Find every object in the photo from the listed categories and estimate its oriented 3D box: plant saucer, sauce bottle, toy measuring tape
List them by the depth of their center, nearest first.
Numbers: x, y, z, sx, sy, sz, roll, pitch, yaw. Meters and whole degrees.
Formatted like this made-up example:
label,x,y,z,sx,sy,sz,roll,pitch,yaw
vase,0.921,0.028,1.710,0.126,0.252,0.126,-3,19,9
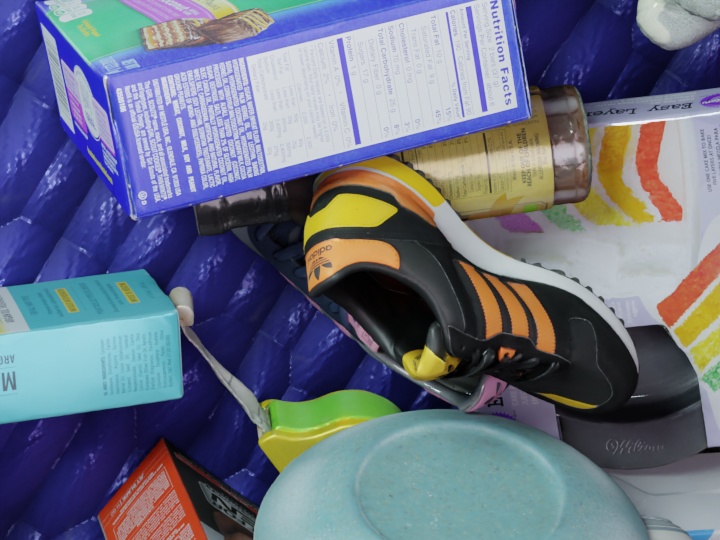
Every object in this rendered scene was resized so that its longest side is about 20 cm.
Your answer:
label,x,y,z,sx,sy,sz,roll,pitch,yaw
plant saucer,0.047,0.123,1.163,0.201,0.201,0.039,-8,129,-15
sauce bottle,0.014,-0.051,1.182,0.200,0.065,0.065,-7,109,-2
toy measuring tape,-0.024,0.073,1.260,0.074,0.074,0.200,-38,118,-4

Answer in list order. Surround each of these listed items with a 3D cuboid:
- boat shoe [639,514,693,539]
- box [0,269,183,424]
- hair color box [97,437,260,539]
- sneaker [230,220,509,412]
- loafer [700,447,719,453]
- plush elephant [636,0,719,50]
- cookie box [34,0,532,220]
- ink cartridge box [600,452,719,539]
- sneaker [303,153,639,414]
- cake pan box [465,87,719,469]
label,x,y,z,sx,sy,sz,roll,pitch,yaw
boat shoe,0.075,0.134,1.227,0.200,0.072,0.070,-1,148,-2
box,-0.196,0.044,1.194,0.200,0.082,0.049,-7,107,-16
hair color box,-0.066,0.172,1.209,0.101,0.200,0.061,37,97,-25
sneaker,0.000,0.000,1.219,0.200,0.082,0.070,32,115,-4
loafer,0.208,0.068,1.340,0.076,0.067,0.200,-31,113,-7
plush elephant,0.187,-0.217,1.149,0.155,0.200,0.165,37,72,-28
cookie box,-0.041,-0.105,1.149,0.200,0.171,0.075,-15,112,-14
ink cartridge box,0.168,0.200,1.348,0.115,0.068,0.200,-1,127,-15
sneaker,0.050,0.030,1.137,0.200,0.090,0.070,36,134,-22
cake pan box,0.137,0.008,1.265,0.184,0.052,0.200,-3,110,16
